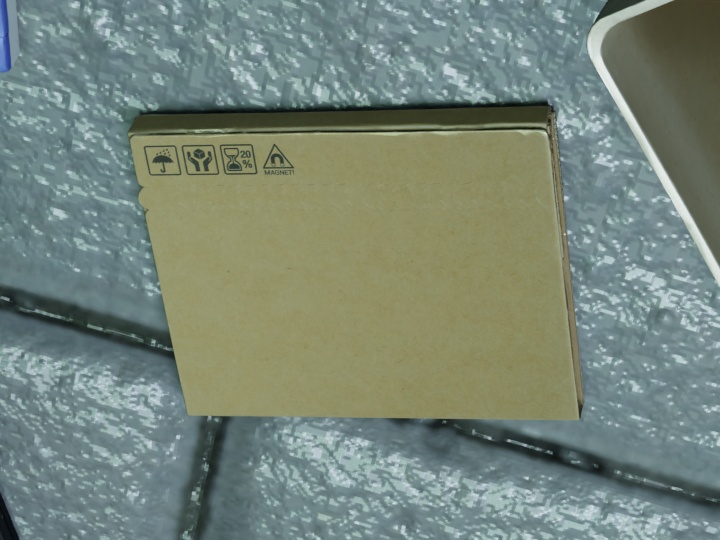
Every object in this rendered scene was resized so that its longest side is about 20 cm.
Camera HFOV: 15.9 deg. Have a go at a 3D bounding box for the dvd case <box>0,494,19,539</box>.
[{"bbox_3d":[-0.284,0.125,1.371,0.199,0.018,0.143,-6,122,18],"label":"dvd case"}]

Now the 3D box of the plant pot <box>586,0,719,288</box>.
[{"bbox_3d":[0.227,-0.089,1.002,0.199,0.177,0.201,-21,116,25],"label":"plant pot"}]

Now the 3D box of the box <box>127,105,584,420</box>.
[{"bbox_3d":[0.000,0.000,1.214,0.198,0.021,0.164,0,123,14],"label":"box"}]

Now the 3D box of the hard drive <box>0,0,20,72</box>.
[{"bbox_3d":[-0.223,-0.186,1.141,0.131,0.025,0.201,7,125,10],"label":"hard drive"}]
